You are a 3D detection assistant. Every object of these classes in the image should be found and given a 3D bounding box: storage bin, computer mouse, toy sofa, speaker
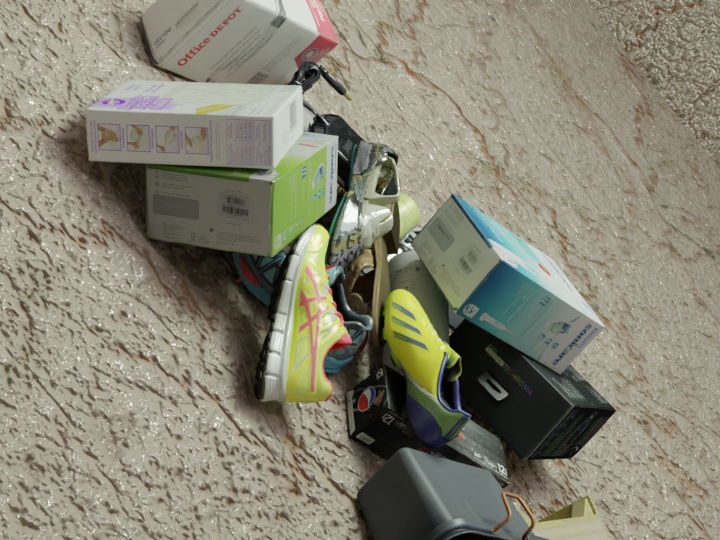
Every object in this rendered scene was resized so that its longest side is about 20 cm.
[{"bbox_3d":[0.098,0.263,1.468,0.199,0.146,0.135,21,29,-45],"label":"storage bin"},{"bbox_3d":[-0.027,-0.167,1.756,0.200,0.046,0.141,40,37,-16],"label":"computer mouse"},{"bbox_3d":[0.209,0.320,1.615,0.200,0.083,0.098,7,55,-54],"label":"toy sofa"},{"bbox_3d":[0.066,0.073,1.674,0.081,0.081,0.201,34,38,-30],"label":"speaker"}]

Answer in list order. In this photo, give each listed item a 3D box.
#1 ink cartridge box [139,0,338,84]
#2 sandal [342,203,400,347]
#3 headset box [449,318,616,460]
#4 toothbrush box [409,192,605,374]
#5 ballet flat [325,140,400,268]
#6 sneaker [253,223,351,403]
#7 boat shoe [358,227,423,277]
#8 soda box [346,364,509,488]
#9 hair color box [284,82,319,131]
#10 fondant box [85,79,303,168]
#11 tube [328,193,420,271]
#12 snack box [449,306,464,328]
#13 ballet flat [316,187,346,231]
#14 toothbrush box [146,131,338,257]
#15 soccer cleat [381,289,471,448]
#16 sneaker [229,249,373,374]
[{"bbox_3d":[-0.150,-0.297,1.751,0.200,0.145,0.085,15,45,-51],"label":"ink cartridge box"},{"bbox_3d":[0.001,0.004,1.646,0.078,0.069,0.213,75,18,-49],"label":"sandal"},{"bbox_3d":[0.198,0.141,1.733,0.174,0.093,0.200,45,13,22],"label":"headset box"},{"bbox_3d":[0.174,0.017,1.676,0.200,0.085,0.147,32,18,-37],"label":"toothbrush box"},{"bbox_3d":[0.009,-0.076,1.627,0.072,0.072,0.201,38,43,-24],"label":"ballet flat"},{"bbox_3d":[-0.050,0.049,1.477,0.090,0.078,0.201,14,70,-9],"label":"sneaker"},{"bbox_3d":[0.047,-0.025,1.806,0.074,0.065,0.200,55,29,7],"label":"boat shoe"},{"bbox_3d":[0.076,0.188,1.592,0.200,0.063,0.071,35,31,-31],"label":"soda box"},{"bbox_3d":[-0.092,-0.141,1.743,0.101,0.061,0.200,43,27,-16],"label":"hair color box"},{"bbox_3d":[-0.171,-0.156,1.489,0.144,0.199,0.059,-65,156,-68],"label":"fondant box"},{"bbox_3d":[-0.005,-0.030,1.710,0.200,0.058,0.052,-35,130,-39],"label":"tube"},{"bbox_3d":[0.181,0.028,1.951,0.168,0.068,0.200,40,30,-22],"label":"snack box"},{"bbox_3d":[0.003,-0.098,1.824,0.068,0.072,0.200,47,26,-1],"label":"ballet flat"},{"bbox_3d":[-0.124,-0.092,1.526,0.145,0.087,0.200,9,20,17],"label":"toothbrush box"},{"bbox_3d":[0.076,0.097,1.535,0.065,0.084,0.201,27,38,-40],"label":"soccer cleat"},{"bbox_3d":[-0.060,0.011,1.564,0.200,0.095,0.079,51,26,-1],"label":"sneaker"}]
